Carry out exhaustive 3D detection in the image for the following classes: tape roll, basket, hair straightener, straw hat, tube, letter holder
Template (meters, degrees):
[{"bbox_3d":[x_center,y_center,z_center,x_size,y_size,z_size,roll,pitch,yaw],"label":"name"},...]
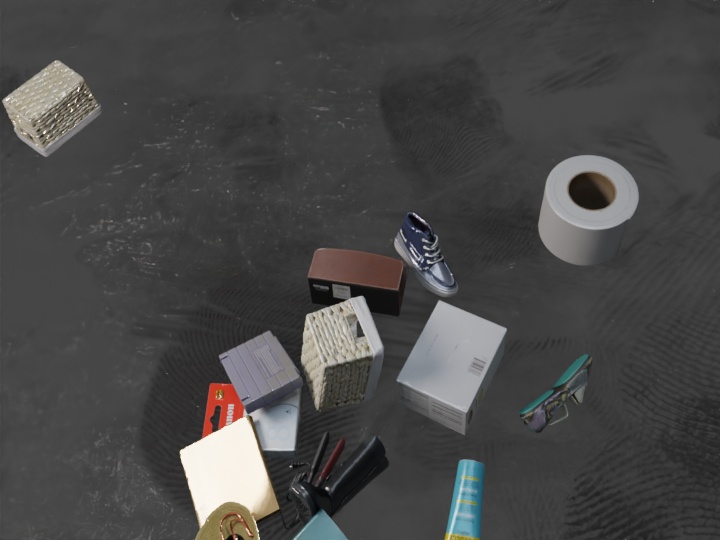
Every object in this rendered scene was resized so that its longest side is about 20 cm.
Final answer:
[{"bbox_3d":[0.499,-0.133,1.866,0.199,0.140,0.205,-2,56,3],"label":"tape roll"},{"bbox_3d":[-0.782,-0.414,2.145,0.135,0.124,0.200,33,66,24],"label":"basket"},{"bbox_3d":[-0.105,0.400,1.632,0.076,0.041,0.202,21,66,17],"label":"hair straightener"},{"bbox_3d":[-0.216,0.525,1.519,0.199,0.085,0.204,-19,60,34],"label":"straw hat"},{"bbox_3d":[0.195,0.456,1.569,0.076,0.051,0.203,3,63,15],"label":"tube"},{"bbox_3d":[-0.041,0.167,1.655,0.121,0.201,0.137,-12,57,-17],"label":"basket"},{"bbox_3d":[0.000,0.000,1.840,0.197,0.101,0.144,8,56,9],"label":"letter holder"}]

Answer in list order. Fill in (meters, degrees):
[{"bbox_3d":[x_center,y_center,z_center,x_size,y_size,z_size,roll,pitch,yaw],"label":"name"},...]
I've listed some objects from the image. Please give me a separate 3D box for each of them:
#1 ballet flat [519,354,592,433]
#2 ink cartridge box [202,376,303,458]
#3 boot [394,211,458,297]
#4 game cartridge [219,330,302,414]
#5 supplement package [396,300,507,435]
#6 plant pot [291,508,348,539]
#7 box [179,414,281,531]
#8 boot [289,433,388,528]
[{"bbox_3d":[0.400,0.251,1.679,0.199,0.072,0.072,-37,62,-18],"label":"ballet flat"},{"bbox_3d":[-0.218,0.291,1.698,0.196,0.048,0.162,1,57,3],"label":"ink cartridge box"},{"bbox_3d":[0.148,-0.036,1.847,0.072,0.091,0.200,-23,56,-34],"label":"boot"},{"bbox_3d":[-0.202,0.203,1.717,0.128,0.039,0.200,-22,31,-14],"label":"game cartridge"},{"bbox_3d":[0.184,0.193,1.695,0.154,0.111,0.201,22,62,18],"label":"supplement package"},{"bbox_3d":[-0.086,0.551,1.475,0.199,0.142,0.141,-40,63,-12],"label":"plant pot"},{"bbox_3d":[-0.251,0.401,1.619,0.162,0.021,0.202,-28,59,5],"label":"box"},{"bbox_3d":[-0.033,0.376,1.553,0.199,0.166,0.066,-37,60,-23],"label":"boot"}]
